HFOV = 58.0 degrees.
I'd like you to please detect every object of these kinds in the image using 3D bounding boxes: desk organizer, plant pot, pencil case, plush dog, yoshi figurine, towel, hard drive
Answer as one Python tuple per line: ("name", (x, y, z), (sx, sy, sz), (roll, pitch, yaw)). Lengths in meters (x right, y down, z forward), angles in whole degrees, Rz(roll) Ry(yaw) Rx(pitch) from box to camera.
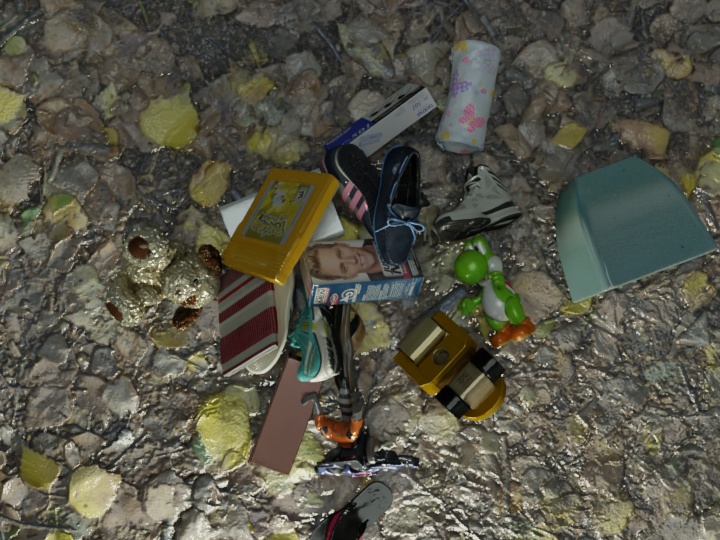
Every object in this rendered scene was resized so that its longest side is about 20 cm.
("desk organizer", (-0.129, 0.256, 1.168), (0.077, 0.072, 0.201), (20, 88, -2))
("plant pot", (0.447, -0.078, 1.129), (0.196, 0.196, 0.200), (-20, 80, -1))
("pencil case", (0.196, -0.315, 1.184), (0.090, 0.083, 0.201), (10, 88, -2))
("plush dog", (-0.335, 0.008, 1.158), (0.171, 0.161, 0.200), (25, 116, -11))
("yoshi figurine", (0.225, 0.039, 1.161), (0.112, 0.112, 0.200), (-25, 85, 6))
("towel", (-0.194, 0.068, 1.119), (0.144, 0.023, 0.200), (-33, 52, 33))
("hard drive", (-0.145, -0.092, 1.204), (0.200, 0.026, 0.132), (-22, 88, -2))

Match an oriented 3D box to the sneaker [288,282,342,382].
("sneaker", (-0.090, 0.102, 1.137), (0.079, 0.078, 0.200), (-19, 52, 10))

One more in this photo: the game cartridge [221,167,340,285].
("game cartridge", (-0.143, -0.081, 1.107), (0.032, 0.176, 0.200), (41, 71, -41))

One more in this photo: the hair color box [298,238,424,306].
("hair color box", (0.000, 0.000, 1.134), (0.199, 0.061, 0.100), (-4, 50, -18))

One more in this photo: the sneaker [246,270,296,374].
("sneaker", (-0.154, 0.088, 1.163), (0.075, 0.085, 0.201), (16, 82, 7))

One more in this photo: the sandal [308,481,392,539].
("sandal", (-0.023, 0.463, 1.171), (0.075, 0.045, 0.200), (45, 88, 1))

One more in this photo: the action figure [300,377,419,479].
("action figure", (0.006, 0.289, 1.131), (0.199, 0.105, 0.194), (-6, 125, 21))

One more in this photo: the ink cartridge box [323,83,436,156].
("ink cartridge box", (0.033, -0.260, 1.173), (0.200, 0.094, 0.044), (-36, 115, -1))

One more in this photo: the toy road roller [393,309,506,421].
("toy road roller", (0.171, 0.182, 1.162), (0.123, 0.146, 0.200), (-46, 51, -1))

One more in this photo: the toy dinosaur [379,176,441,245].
("toy dinosaur", (0.077, -0.136, 1.167), (0.200, 0.102, 0.077), (44, 88, 0))

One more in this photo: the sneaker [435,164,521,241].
("sneaker", (0.191, -0.124, 1.157), (0.200, 0.076, 0.116), (-13, 72, -39))

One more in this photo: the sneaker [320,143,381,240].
("sneaker", (0.002, -0.128, 1.126), (0.070, 0.082, 0.200), (-40, 114, -27))

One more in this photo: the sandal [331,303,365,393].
("sandal", (-0.017, 0.122, 1.172), (0.054, 0.082, 0.201), (-2, 85, -19))

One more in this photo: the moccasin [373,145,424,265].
("moccasin", (0.064, -0.105, 1.077), (0.080, 0.068, 0.201), (-8, 102, -31))
